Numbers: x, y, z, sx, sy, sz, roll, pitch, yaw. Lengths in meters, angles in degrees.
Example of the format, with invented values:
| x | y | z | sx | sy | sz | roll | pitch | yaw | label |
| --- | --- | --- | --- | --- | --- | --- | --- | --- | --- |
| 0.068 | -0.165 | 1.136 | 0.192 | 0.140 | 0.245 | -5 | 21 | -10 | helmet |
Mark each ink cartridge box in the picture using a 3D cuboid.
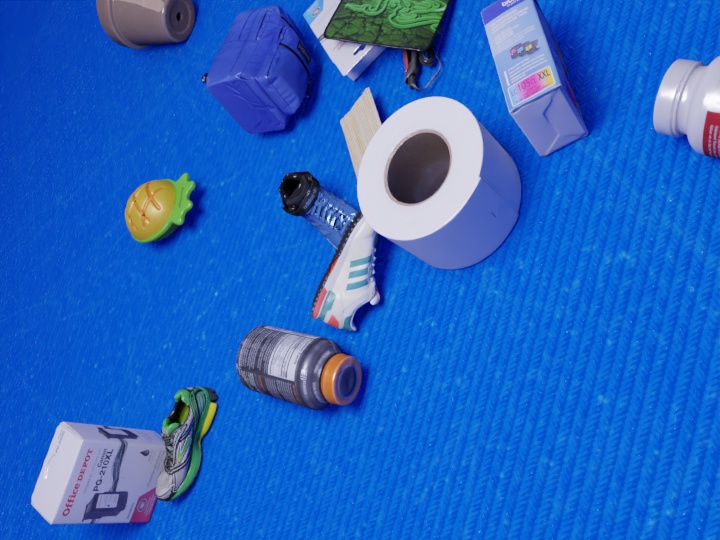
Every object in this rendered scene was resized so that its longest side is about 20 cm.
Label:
| x | y | z | sx | sy | sz | roll | pitch | yaw | label |
| --- | --- | --- | --- | --- | --- | --- | --- | --- | --- |
| -0.448 | 0.358 | 1.129 | 0.083 | 0.198 | 0.148 | 16 | 84 | 38 | ink cartridge box |
| -0.013 | -0.429 | 1.152 | 0.115 | 0.067 | 0.203 | -40 | 55 | 18 | ink cartridge box |
| 0.232 | -0.281 | 0.871 | 0.075 | 0.136 | 0.205 | -23 | 62 | 26 | ink cartridge box |

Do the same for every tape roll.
| x | y | z | sx | sy | sz | roll | pitch | yaw | label |
| --- | --- | --- | --- | --- | --- | --- | --- | --- | --- |
| 0.111 | -0.119 | 0.907 | 0.198 | 0.138 | 0.209 | -13 | 67 | 32 | tape roll |

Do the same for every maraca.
| x | y | z | sx | sy | sz | roll | pitch | yaw | label |
| --- | --- | --- | --- | --- | --- | --- | --- | --- | --- |
| -0.412 | -0.130 | 1.328 | 0.196 | 0.106 | 0.141 | -16 | 65 | 32 | maraca |

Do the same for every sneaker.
| x | y | z | sx | sy | sz | roll | pitch | yaw | label |
| --- | --- | --- | --- | --- | --- | --- | --- | --- | --- |
| 0.000 | 0.001 | 0.989 | 0.203 | 0.092 | 0.070 | -62 | 8 | 10 | sneaker |
| -0.062 | -0.096 | 1.048 | 0.078 | 0.110 | 0.200 | -54 | 52 | 8 | sneaker |
| -0.325 | 0.302 | 1.130 | 0.077 | 0.084 | 0.206 | 9 | 81 | 38 | sneaker |

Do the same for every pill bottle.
| x | y | z | sx | sy | sz | roll | pitch | yaw | label |
| --- | --- | --- | --- | --- | --- | --- | --- | --- | --- |
| -0.092 | 0.152 | 0.991 | 0.196 | 0.105 | 0.109 | 7 | 79 | 38 | pill bottle |
| 0.434 | -0.172 | 0.697 | 0.198 | 0.111 | 0.115 | 26 | 90 | 40 | pill bottle |

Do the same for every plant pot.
| x | y | z | sx | sy | sz | roll | pitch | yaw | label |
| --- | --- | --- | --- | --- | --- | --- | --- | --- | --- |
| -0.492 | -0.621 | 1.522 | 0.171 | 0.200 | 0.205 | 19 | 86 | 22 | plant pot |

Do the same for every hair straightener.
| x | y | z | sx | sy | sz | roll | pitch | yaw | label |
| --- | --- | --- | --- | --- | --- | --- | --- | --- | --- |
| 0.099 | -0.386 | 1.067 | 0.075 | 0.041 | 0.205 | -17 | 60 | 31 | hair straightener |

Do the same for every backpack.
| x | y | z | sx | sy | sz | roll | pitch | yaw | label |
| --- | --- | --- | --- | --- | --- | --- | --- | --- | --- |
| -0.168 | -0.383 | 1.202 | 0.164 | 0.163 | 0.205 | 0 | 61 | 27 | backpack |

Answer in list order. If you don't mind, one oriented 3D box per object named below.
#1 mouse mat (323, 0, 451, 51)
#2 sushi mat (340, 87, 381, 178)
| x | y | z | sx | sy | sz | roll | pitch | yaw | label |
| --- | --- | --- | --- | --- | --- | --- | --- | --- | --- |
| 0.048 | -0.436 | 1.074 | 0.195 | 0.008 | 0.164 | 15 | 66 | 20 | mouse mat |
| 0.013 | -0.201 | 1.072 | 0.096 | 0.012 | 0.204 | -43 | 51 | 41 | sushi mat |
